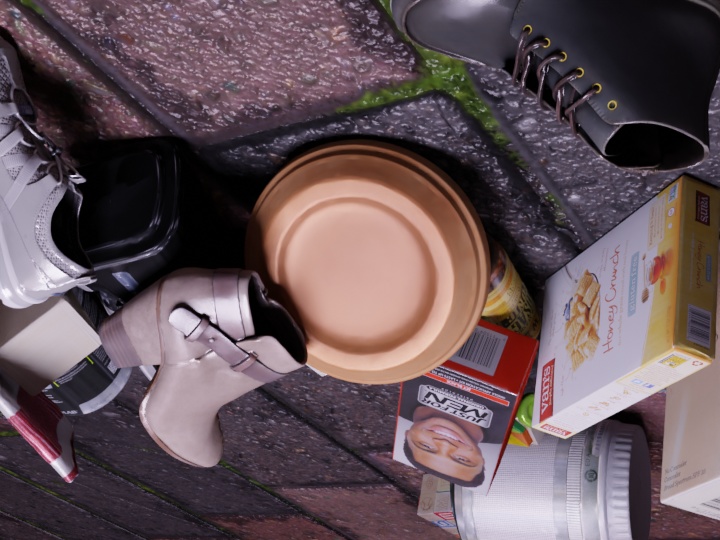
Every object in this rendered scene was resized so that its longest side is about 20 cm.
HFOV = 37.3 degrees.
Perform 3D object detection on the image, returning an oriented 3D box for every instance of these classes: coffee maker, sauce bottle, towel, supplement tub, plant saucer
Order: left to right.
[{"bbox_3d":[-0.302,0.081,0.879,0.200,0.023,0.144,52,170,-14],"label":"towel"},{"bbox_3d":[-0.322,0.057,1.090,0.122,0.123,0.200,3,150,15],"label":"supplement tub"},{"bbox_3d":[-0.153,-0.016,0.916,0.192,0.135,0.200,-30,146,-2],"label":"coffee maker"},{"bbox_3d":[0.000,0.000,0.829,0.199,0.037,0.201,5,110,15],"label":"plant saucer"},{"bbox_3d":[0.126,0.038,0.949,0.066,0.066,0.200,-4,151,27],"label":"sauce bottle"}]

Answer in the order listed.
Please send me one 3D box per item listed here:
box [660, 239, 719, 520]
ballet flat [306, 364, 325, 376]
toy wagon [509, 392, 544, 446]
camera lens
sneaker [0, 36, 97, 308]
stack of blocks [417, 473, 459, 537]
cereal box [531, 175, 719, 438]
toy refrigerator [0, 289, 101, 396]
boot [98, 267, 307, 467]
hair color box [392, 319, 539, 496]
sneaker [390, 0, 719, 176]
[{"bbox_3d":[0.291,0.083,0.820,0.077,0.201,0.095,17,151,-10],"label":"box"},{"bbox_3d":[-0.028,0.057,1.033,0.068,0.069,0.200,33,148,-6],"label":"ballet flat"},{"bbox_3d":[0.092,0.106,1.054,0.200,0.040,0.155,36,164,-14],"label":"toy wagon"},{"bbox_3d":[0.209,0.241,1.179,0.199,0.161,0.160,-3,148,25],"label":"camera lens"},{"bbox_3d":[-0.241,-0.076,0.793,0.082,0.201,0.075,-8,-169,14],"label":"sneaker"},{"bbox_3d":[0.190,0.309,1.414,0.199,0.059,0.115,-15,141,40],"label":"stack of blocks"},{"bbox_3d":[0.201,0.035,0.829,0.039,0.144,0.200,19,150,-14],"label":"cereal box"},{"bbox_3d":[-0.303,0.015,0.932,0.200,0.076,0.070,43,168,43],"label":"toy refrigerator"},{"bbox_3d":[-0.109,0.081,0.852,0.146,0.070,0.200,-14,131,20],"label":"boot"},{"bbox_3d":[0.089,0.119,0.950,0.101,0.061,0.200,19,147,12],"label":"hair color box"},{"bbox_3d":[0.110,-0.123,0.617,0.199,0.107,0.075,8,152,7],"label":"sneaker"}]
